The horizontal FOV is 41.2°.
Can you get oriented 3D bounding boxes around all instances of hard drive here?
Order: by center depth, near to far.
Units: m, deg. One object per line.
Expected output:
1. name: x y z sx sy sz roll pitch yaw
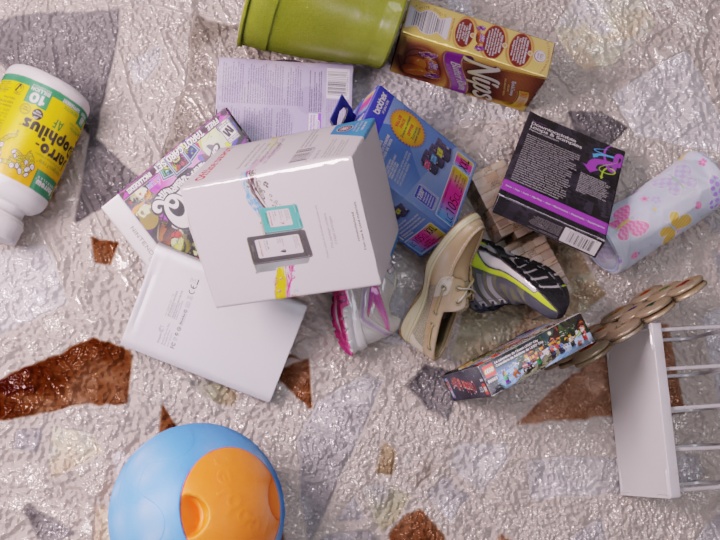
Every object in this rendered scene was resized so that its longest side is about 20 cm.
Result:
1. hard drive: -0.180 0.065 1.182 0.197 0.026 0.134 22 97 -8

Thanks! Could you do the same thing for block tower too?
1. block tower: 0.207 -0.040 1.255 0.057 0.054 0.203 -24 83 -9

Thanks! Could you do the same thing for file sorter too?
1. file sorter: 0.397 0.174 1.192 0.122 0.139 0.204 -1 79 -9

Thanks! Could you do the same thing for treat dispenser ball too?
1. treat dispenser ball: -0.184 0.276 1.083 0.197 0.201 0.205 1 79 -5

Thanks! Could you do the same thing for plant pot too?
1. plant pot: -0.037 -0.352 1.224 0.190 0.200 0.204 18 78 -6

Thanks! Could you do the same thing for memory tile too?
1. memory tile: 0.324 0.065 1.196 0.198 0.153 0.017 -32 89 -12

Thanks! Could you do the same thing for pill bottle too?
1. pill bottle: -0.424 -0.140 1.185 0.111 0.113 0.203 22 77 -1

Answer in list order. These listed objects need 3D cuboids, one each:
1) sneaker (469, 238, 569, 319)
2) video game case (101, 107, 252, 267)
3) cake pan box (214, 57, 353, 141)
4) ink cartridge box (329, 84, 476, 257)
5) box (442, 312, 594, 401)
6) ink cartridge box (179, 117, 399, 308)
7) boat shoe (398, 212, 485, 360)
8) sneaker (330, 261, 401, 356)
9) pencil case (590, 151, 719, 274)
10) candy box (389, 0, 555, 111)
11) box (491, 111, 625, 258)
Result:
1. sneaker: 0.178 0.021 1.196 0.073 0.199 0.082 -3 113 -38
2. video game case: -0.189 -0.068 1.193 0.199 0.036 0.182 -37 100 1
3. cake pan box: -0.100 -0.181 1.255 0.180 0.052 0.204 1 79 -7
4. ink cartridge box: 0.037 -0.132 1.196 0.199 0.076 0.138 34 50 -14
5. box: 0.183 0.107 1.150 0.135 0.200 0.038 -26 85 -10
6. ink cartridge box: -0.073 -0.065 1.075 0.196 0.147 0.148 -8 113 15
7. boat shoe: 0.112 0.022 1.174 0.065 0.202 0.072 39 34 24
8. sneaker: 0.000 0.000 1.214 0.087 0.081 0.204 -12 97 -15
9. pencil case: 0.386 -0.077 1.266 0.198 0.084 0.091 -30 42 -9
10. candy box: 0.144 -0.281 1.263 0.196 0.117 0.057 15 77 -2
11. box: 0.258 -0.115 1.228 0.141 0.036 0.201 24 46 4
